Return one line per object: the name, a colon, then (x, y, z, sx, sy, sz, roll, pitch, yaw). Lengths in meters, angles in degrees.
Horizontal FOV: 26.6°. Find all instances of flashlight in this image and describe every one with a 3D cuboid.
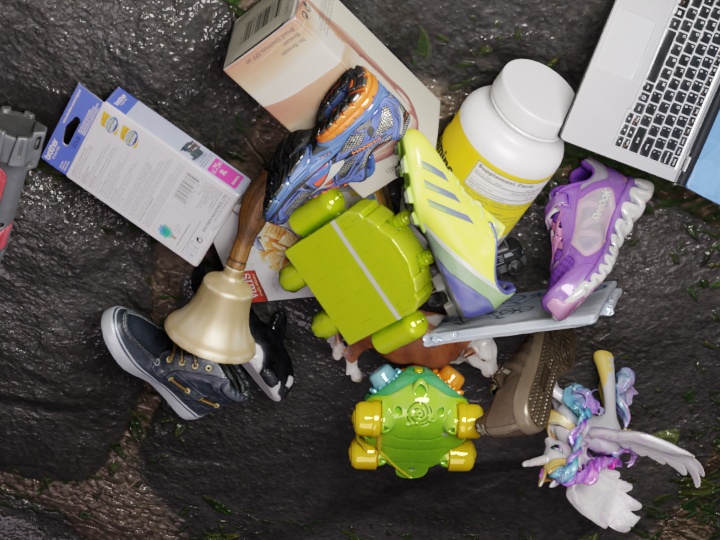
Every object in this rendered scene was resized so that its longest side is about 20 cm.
flashlight: (-0.394, -0.087, 1.622, 0.068, 0.067, 0.201, 43, 134, 19)

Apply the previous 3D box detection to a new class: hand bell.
hand bell: (-0.126, -0.014, 1.589, 0.103, 0.104, 0.201, 18, 112, -10)

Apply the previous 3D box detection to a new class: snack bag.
snack bag: (0.175, 0.047, 1.596, 0.187, 0.200, 0.022, -8, 98, 16)

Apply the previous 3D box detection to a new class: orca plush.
orca plush: (-0.122, 0.063, 1.748, 0.071, 0.105, 0.200, -43, 114, -13)

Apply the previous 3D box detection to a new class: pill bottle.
pill bottle: (0.128, -0.107, 1.490, 0.112, 0.113, 0.200, 22, 133, -14)

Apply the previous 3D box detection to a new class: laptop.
laptop: (0.312, -0.161, 1.355, 0.198, 0.116, 0.189, 19, 103, -12)

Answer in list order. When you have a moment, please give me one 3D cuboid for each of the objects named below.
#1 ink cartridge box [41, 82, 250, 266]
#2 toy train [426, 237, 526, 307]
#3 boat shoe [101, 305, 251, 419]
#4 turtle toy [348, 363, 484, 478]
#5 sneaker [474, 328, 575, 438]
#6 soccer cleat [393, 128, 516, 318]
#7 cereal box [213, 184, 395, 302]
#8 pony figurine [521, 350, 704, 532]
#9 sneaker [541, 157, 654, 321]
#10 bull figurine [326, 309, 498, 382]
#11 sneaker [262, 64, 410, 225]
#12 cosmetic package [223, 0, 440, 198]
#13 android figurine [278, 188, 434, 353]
ink cartridge box: (-0.223, -0.105, 1.573, 0.199, 0.042, 0.120, 33, 131, -5)
toy train: (0.082, 0.011, 1.628, 0.198, 0.034, 0.046, -21, 127, 0)
boat shoe: (-0.212, 0.097, 1.775, 0.090, 0.071, 0.200, -20, 135, 23)
turtle toy: (0.058, 0.168, 1.695, 0.144, 0.102, 0.201, 2, 146, -3)
sneaker: (0.175, 0.106, 1.639, 0.075, 0.200, 0.071, -15, 113, 30)
soccer cleat: (0.090, -0.050, 1.448, 0.083, 0.065, 0.202, -20, 111, 4)
cereal box: (-0.058, -0.034, 1.639, 0.198, 0.040, 0.145, -7, 132, 14)
pony figurine: (0.265, 0.186, 1.695, 0.192, 0.201, 0.167, 24, 132, -15)
sneaker: (0.214, -0.037, 1.505, 0.088, 0.201, 0.081, 36, 143, -4)
bull figurine: (0.056, 0.084, 1.720, 0.198, 0.065, 0.122, 20, 135, -12)
sneaker: (-0.027, -0.101, 1.424, 0.078, 0.076, 0.200, 28, 134, -22)
cosmetic package: (-0.025, -0.177, 1.461, 0.103, 0.088, 0.200, -32, 123, 32)
android figurine: (0.000, 0.000, 1.556, 0.200, 0.041, 0.183, -32, 95, 46)
